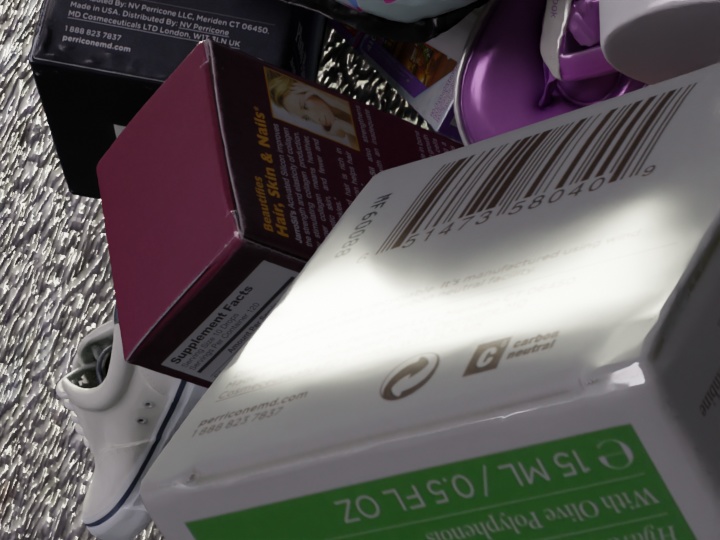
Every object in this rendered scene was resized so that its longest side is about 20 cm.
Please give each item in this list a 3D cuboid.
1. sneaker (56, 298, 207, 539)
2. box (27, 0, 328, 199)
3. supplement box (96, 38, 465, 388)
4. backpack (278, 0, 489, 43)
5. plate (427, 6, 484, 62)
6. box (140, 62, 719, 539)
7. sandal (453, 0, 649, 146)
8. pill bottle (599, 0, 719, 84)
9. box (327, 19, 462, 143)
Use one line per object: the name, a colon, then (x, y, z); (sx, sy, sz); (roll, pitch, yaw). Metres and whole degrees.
sneaker: (-0.109, 0.061, 1.169); (0.200, 0.071, 0.073); (120, 172, -48)
box: (-0.075, -0.150, 1.198); (0.200, 0.123, 0.199); (95, -175, -74)
supplement box: (0.000, 0.000, 1.005); (0.086, 0.200, 0.111); (-45, 40, 33)
backpack: (-0.007, -0.184, 1.008); (0.167, 0.127, 0.200); (-48, 50, -4)
plate: (0.086, -0.176, 1.065); (0.200, 0.032, 0.200); (35, 105, 33)
box: (0.080, 0.061, 0.789); (0.199, 0.172, 0.200); (-16, 25, 37)
sandal: (0.110, -0.120, 0.993); (0.203, 0.050, 0.083); (-45, 80, 15)
pill bottle: (0.135, -0.176, 0.913); (0.120, 0.119, 0.201); (-20, 63, 50)
box: (0.070, -0.171, 1.148); (0.200, 0.039, 0.137); (-60, 34, 14)
